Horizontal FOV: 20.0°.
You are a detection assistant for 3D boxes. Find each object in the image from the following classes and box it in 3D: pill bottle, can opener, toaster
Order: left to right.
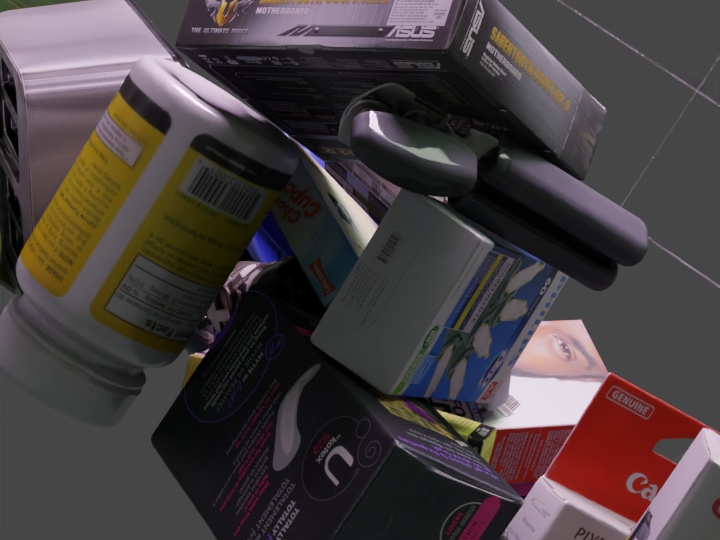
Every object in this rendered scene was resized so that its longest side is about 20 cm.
[{"bbox_3d":[-0.174,-0.067,1.350,0.118,0.182,0.200,-7,24,-17],"label":"toaster"},{"bbox_3d":[-0.133,-0.015,1.212,0.114,0.201,0.114,32,9,-6],"label":"pill bottle"},{"bbox_3d":[0.073,-0.037,1.121,0.199,0.053,0.067,29,41,-24],"label":"can opener"}]

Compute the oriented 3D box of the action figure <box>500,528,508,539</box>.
[{"bbox_3d":[0.059,0.182,1.320,0.118,0.055,0.200,19,14,-30],"label":"action figure"}]

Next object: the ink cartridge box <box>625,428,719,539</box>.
[{"bbox_3d":[0.200,0.215,1.156,0.147,0.201,0.086,33,8,-1],"label":"ink cartridge box"}]

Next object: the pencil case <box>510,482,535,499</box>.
[{"bbox_3d":[0.117,0.170,1.520,0.199,0.091,0.094,34,43,17],"label":"pencil case"}]

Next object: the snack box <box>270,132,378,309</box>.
[{"bbox_3d":[0.000,0.000,1.320,0.117,0.037,0.200,60,8,27],"label":"snack box"}]

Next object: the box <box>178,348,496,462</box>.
[{"bbox_3d":[-0.015,0.100,1.320,0.199,0.050,0.075,16,5,8],"label":"box"}]

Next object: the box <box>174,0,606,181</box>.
[{"bbox_3d":[0.018,-0.111,1.169,0.199,0.049,0.158,6,-19,39],"label":"box"}]

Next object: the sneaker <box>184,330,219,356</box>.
[{"bbox_3d":[-0.090,0.054,1.517,0.082,0.070,0.200,61,11,10],"label":"sneaker"}]

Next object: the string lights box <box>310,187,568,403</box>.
[{"bbox_3d":[0.052,0.019,1.206,0.059,0.103,0.200,34,7,20],"label":"string lights box"}]

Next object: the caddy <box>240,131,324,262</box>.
[{"bbox_3d":[-0.051,-0.013,1.642,0.200,0.141,0.105,49,35,-32],"label":"caddy"}]

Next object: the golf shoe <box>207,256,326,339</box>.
[{"bbox_3d":[-0.064,0.030,1.340,0.094,0.078,0.200,-6,0,8],"label":"golf shoe"}]

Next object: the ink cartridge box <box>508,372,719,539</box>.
[{"bbox_3d":[0.200,0.187,1.402,0.199,0.174,0.044,28,9,-30],"label":"ink cartridge box"}]

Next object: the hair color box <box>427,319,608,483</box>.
[{"bbox_3d":[0.082,0.096,1.478,0.198,0.064,0.111,-1,41,-22],"label":"hair color box"}]

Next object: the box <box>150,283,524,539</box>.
[{"bbox_3d":[-0.018,0.115,1.169,0.106,0.123,0.200,28,10,-35],"label":"box"}]

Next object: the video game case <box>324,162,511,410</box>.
[{"bbox_3d":[0.041,-0.026,1.417,0.023,0.183,0.200,-27,52,-27],"label":"video game case"}]
